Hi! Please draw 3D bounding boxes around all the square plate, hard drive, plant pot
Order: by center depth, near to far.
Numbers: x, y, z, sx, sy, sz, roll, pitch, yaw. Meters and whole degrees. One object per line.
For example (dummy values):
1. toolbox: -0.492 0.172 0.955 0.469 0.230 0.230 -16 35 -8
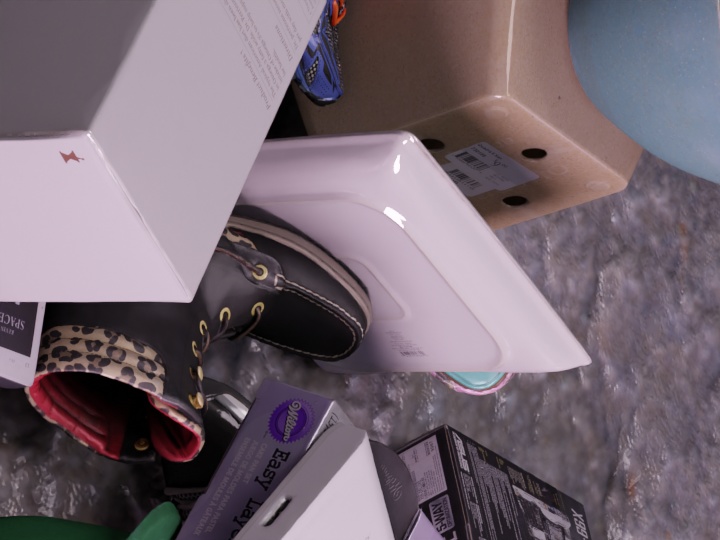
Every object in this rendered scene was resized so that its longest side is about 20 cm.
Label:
1. hard drive: -0.020 0.195 1.460 0.132 0.026 0.201 -48 140 -36
2. square plate: 0.000 0.000 1.571 0.198 0.199 0.029 50 54 -35
3. plant pot: 0.194 -0.136 1.574 0.199 0.134 0.202 7 81 -50
4. plant pot: 0.066 -0.133 1.662 0.199 0.199 0.178 31 52 -45

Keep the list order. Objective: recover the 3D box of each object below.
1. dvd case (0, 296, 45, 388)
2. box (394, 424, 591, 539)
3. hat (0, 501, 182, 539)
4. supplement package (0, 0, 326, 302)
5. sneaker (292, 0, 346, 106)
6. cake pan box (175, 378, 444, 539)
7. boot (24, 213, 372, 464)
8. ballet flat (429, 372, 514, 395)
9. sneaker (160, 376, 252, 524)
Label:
1. dvd case: -0.194 -0.057 1.372 0.150 0.025 0.202 26 66 -57
2. box: 0.096 0.209 1.720 0.157 0.050 0.201 32 36 -46
3. hat: -0.201 0.154 1.431 0.201 0.175 0.166 101 16 -49
4. supplement package: -0.116 -0.097 1.367 0.117 0.117 0.201 62 39 -41
5. sneaker: -0.015 -0.192 1.581 0.075 0.078 0.202 -45 136 -86
6. cake pan box: -0.039 0.180 1.496 0.201 0.052 0.184 -62 148 -20
7. boot: -0.087 0.036 1.493 0.199 0.073 0.151 29 42 -23
8. ballet flat: 0.009 0.000 1.674 0.199 0.069 0.071 36 9 -10
9. sneaker: -0.076 0.163 1.547 0.116 0.075 0.201 -49 122 -42
